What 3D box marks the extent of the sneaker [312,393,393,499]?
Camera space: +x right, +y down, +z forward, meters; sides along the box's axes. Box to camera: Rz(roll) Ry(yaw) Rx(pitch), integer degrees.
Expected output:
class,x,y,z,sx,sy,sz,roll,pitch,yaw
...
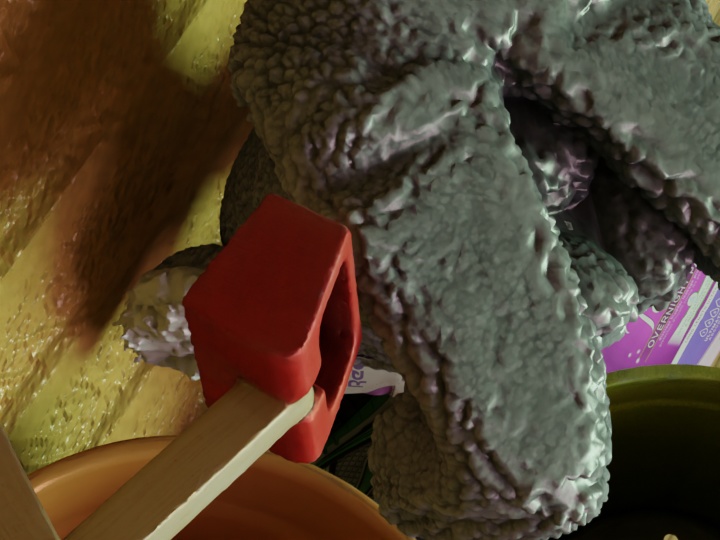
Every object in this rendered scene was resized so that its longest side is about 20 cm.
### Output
class,x,y,z,sx,sy,sz,roll,pitch,yaw
sneaker,0.002,0.112,0.905,0.200,0.085,0.078,-51,154,-37

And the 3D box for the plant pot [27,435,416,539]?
class,x,y,z,sx,sy,sz,roll,pitch,yaw
plant pot,-0.063,0.173,0.676,0.201,0.199,0.140,-57,174,-27

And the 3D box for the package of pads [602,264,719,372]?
class,x,y,z,sx,sy,sz,roll,pitch,yaw
package of pads,0.116,0.003,0.889,0.120,0.076,0.201,8,112,-53

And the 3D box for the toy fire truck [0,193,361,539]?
class,x,y,z,sx,sy,sz,roll,pitch,yaw
toy fire truck,-0.101,0.052,0.490,0.200,0.140,0.049,-56,157,-31

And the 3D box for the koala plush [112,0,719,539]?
class,x,y,z,sx,sy,sz,roll,pitch,yaw
koala plush,0.015,-0.026,0.643,0.177,0.184,0.200,-40,-172,-24

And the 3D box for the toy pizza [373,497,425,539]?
class,x,y,z,sx,sy,sz,roll,pitch,yaw
toy pizza,0.026,0.179,0.822,0.200,0.031,0.202,-11,90,-76

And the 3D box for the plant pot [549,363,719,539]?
class,x,y,z,sx,sy,sz,roll,pitch,yaw
plant pot,0.125,0.155,0.827,0.193,0.199,0.201,70,45,-77

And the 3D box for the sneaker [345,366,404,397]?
class,x,y,z,sx,sy,sz,roll,pitch,yaw
sneaker,0.000,-0.001,0.814,0.201,0.113,0.073,-119,-149,-75
